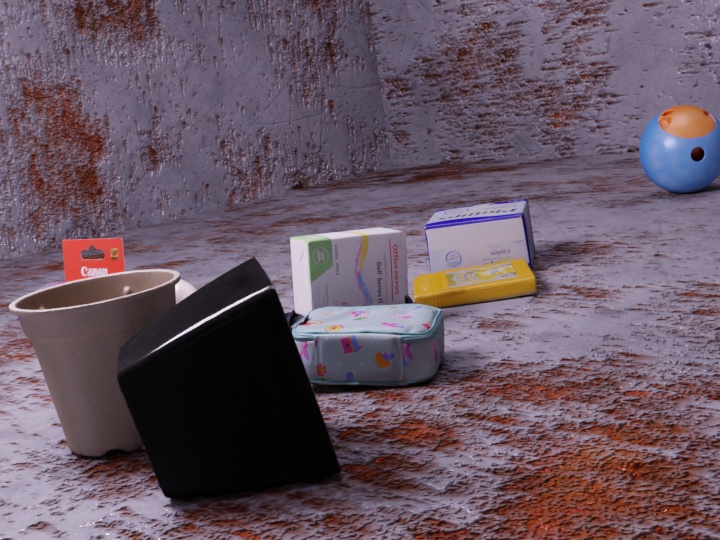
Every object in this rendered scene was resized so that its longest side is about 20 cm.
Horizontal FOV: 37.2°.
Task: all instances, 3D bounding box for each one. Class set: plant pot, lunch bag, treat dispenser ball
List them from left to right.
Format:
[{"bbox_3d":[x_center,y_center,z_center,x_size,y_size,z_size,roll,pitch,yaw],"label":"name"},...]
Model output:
[{"bbox_3d":[-0.297,0.111,1.268,0.198,0.186,0.201,-8,10,1],"label":"plant pot"},{"bbox_3d":[-0.146,0.123,1.108,0.176,0.202,0.200,-22,12,-8],"label":"plant pot"},{"bbox_3d":[0.009,0.090,1.394,0.197,0.078,0.160,0,14,12],"label":"lunch bag"},{"bbox_3d":[0.748,-0.281,2.481,0.198,0.204,0.201,-8,10,1],"label":"treat dispenser ball"}]

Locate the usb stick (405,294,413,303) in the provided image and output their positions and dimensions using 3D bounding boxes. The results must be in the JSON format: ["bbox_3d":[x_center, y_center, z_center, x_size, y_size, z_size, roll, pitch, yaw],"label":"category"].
[{"bbox_3d":[0.060,0.069,1.626,0.055,0.033,0.200,-15,11,1],"label":"usb stick"}]

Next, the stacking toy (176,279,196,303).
[{"bbox_3d":[-0.249,0.092,1.601,0.144,0.148,0.200,-4,-8,21],"label":"stacking toy"}]

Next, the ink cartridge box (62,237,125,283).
[{"bbox_3d":[-0.412,0.057,1.607,0.161,0.203,0.057,0,11,41],"label":"ink cartridge box"}]

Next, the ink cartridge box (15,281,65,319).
[{"bbox_3d":[-0.639,0.056,2.259,0.118,0.043,0.200,-8,12,7],"label":"ink cartridge box"}]

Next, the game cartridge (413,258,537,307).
[{"bbox_3d":[0.186,0.021,1.785,0.197,0.033,0.176,-7,10,3],"label":"game cartridge"}]

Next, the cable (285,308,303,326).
[{"bbox_3d":[-0.056,0.094,1.575,0.161,0.052,0.199,-6,10,-26],"label":"cable"}]

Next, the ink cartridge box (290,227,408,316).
[{"bbox_3d":[0.000,0.000,1.603,0.198,0.119,0.067,-8,9,-27],"label":"ink cartridge box"}]

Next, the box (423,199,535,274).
[{"bbox_3d":[0.224,-0.058,1.978,0.181,0.106,0.200,-7,11,12],"label":"box"}]
